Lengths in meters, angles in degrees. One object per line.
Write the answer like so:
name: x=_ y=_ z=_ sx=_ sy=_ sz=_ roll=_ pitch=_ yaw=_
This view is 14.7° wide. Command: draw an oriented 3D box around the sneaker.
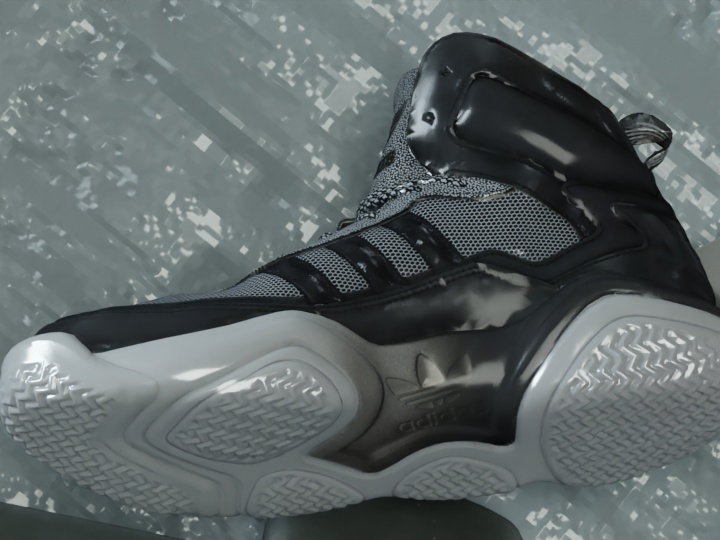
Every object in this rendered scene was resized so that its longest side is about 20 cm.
sneaker: x=0.000 y=0.000 z=0.748 sx=0.199 sy=0.076 sz=0.114 roll=-2 pitch=59 yaw=-12

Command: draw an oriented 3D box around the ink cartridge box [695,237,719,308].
ink cartridge box: x=0.209 y=-0.005 z=0.739 sx=0.199 sy=0.176 sz=0.045 roll=-28 pitch=114 yaw=-11

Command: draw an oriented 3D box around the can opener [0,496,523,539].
can opener: x=-0.055 y=0.086 z=0.757 sx=0.199 sy=0.053 sz=0.067 roll=9 pitch=46 yaw=-8
